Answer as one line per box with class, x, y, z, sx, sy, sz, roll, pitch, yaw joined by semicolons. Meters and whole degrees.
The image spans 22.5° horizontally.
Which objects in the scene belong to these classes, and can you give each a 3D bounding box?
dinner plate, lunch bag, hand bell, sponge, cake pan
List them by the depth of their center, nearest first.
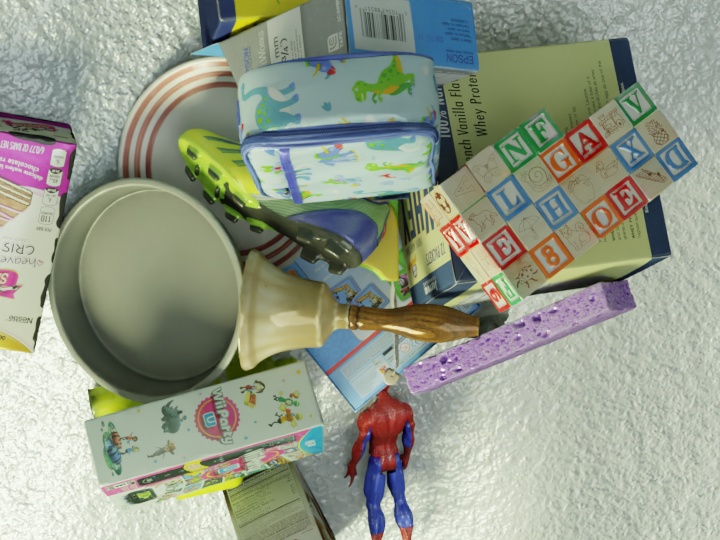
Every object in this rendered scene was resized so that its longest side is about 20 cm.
lunch bag;-0.018;-0.108;1.418;0.160;0.200;0.083;-3;80;0
hand bell;0.002;0.039;1.538;0.199;0.104;0.105;3;112;6
cake pan;-0.182;0.016;1.593;0.199;0.037;0.201;5;102;24
dinner plate;-0.118;-0.089;1.595;0.199;0.024;0.201;2;99;14
sponge;0.142;0.059;1.613;0.199;0.111;0.030;-24;83;20

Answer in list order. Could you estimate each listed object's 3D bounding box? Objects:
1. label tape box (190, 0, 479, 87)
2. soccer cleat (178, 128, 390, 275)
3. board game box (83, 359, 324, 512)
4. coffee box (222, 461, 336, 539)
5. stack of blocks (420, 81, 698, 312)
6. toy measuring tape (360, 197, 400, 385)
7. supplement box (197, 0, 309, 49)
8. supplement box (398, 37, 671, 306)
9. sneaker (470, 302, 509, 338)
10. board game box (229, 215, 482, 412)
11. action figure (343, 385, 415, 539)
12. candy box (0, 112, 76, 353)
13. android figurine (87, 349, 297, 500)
label tape box;-0.023;-0.170;1.483;0.144;0.200;0.064;0;79;-41
soccer cleat;-0.066;-0.072;1.551;0.084;0.200;0.065;-52;162;-23
board game box;-0.135;0.149;1.611;0.199;0.148;0.065;-17;76;-5
coffee box;-0.058;0.279;1.698;0.079;0.200;0.115;-26;115;-2
stack of blocks;0.164;-0.072;1.491;0.200;0.059;0.115;-36;89;-18
toy measuring tape;0.000;0.000;1.591;0.073;0.074;0.201;-1;90;-14
supplement box;-0.034;-0.253;1.519;0.199;0.109;0.110;-5;83;-13
supplement box;0.139;-0.082;1.589;0.199;0.134;0.201;-8;80;-15
sneaker;0.042;0.024;1.701;0.199;0.074;0.089;-6;94;-9
board game box;-0.011;0.003;1.642;0.151;0.037;0.200;-39;92;-1
action figure;0.022;0.193;1.770;0.065;0.052;0.201;-7;108;-18
candy box;-0.333;-0.036;1.575;0.136;0.061;0.201;8;110;-18
android figurine;-0.151;0.130;1.702;0.199;0.041;0.183;-14;114;-8
